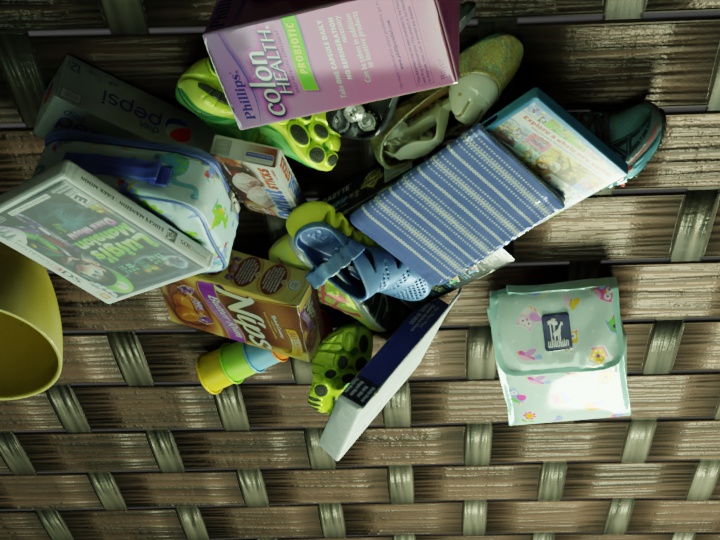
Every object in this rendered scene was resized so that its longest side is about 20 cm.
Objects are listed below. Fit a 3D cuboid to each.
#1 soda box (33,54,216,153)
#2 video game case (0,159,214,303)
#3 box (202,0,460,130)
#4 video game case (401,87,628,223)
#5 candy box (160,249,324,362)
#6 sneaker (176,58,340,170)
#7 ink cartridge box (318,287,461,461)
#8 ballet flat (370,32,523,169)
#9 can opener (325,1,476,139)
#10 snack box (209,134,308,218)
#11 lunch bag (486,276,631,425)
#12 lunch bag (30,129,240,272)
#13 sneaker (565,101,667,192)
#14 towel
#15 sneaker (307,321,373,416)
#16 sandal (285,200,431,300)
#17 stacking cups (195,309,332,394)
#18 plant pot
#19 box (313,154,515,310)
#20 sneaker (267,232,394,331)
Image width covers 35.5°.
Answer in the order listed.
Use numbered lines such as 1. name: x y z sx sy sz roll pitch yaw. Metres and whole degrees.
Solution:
1. soda box: -0.238 -0.144 1.192 0.198 0.064 0.068 25 137 -26
2. video game case: -0.274 -0.032 1.138 0.181 0.024 0.198 34 147 -33
3. box: -0.017 -0.228 0.984 0.197 0.177 0.098 -10 128 15
4. video game case: 0.158 -0.099 1.177 0.142 0.018 0.199 33 138 -26
5. candy box: -0.146 0.033 1.362 0.197 0.057 0.118 14 144 17
6. sneaker: -0.102 -0.164 1.163 0.198 0.075 0.083 25 167 -35
7. ink cartridge box: 0.034 0.121 1.405 0.040 0.200 0.201 37 145 9
8. ballet flat: 0.089 -0.165 1.157 0.199 0.072 0.070 -30 132 32
9. can opener: 0.035 -0.206 1.115 0.063 0.079 0.200 31 125 -16
10. snack box: -0.104 -0.096 1.204 0.071 0.025 0.200 12 168 8
11. lunch bag: 0.254 0.095 1.431 0.167 0.123 0.202 -5 132 12
12. lunch bag: -0.228 -0.071 1.153 0.196 0.084 0.161 7 154 12
13. sneaker: 0.224 -0.129 1.189 0.198 0.080 0.095 -25 132 29
14. towel: 0.101 -0.065 1.198 0.144 0.024 0.199 35 131 -27
15. sneaker: -0.028 0.117 1.491 0.073 0.084 0.201 18 144 -4
16. sandal: 0.000 0.000 1.268 0.198 0.088 0.079 21 136 -32
17. stacking cups: -0.127 0.101 1.506 0.198 0.061 0.060 -26 134 22
18. plant pot: -0.450 0.043 1.365 0.196 0.144 0.202 1 140 0
19. box: 0.064 -0.045 1.320 0.158 0.047 0.199 -28 133 31
20. sneaker: -0.034 0.011 1.379 0.089 0.079 0.200 -20 130 35
